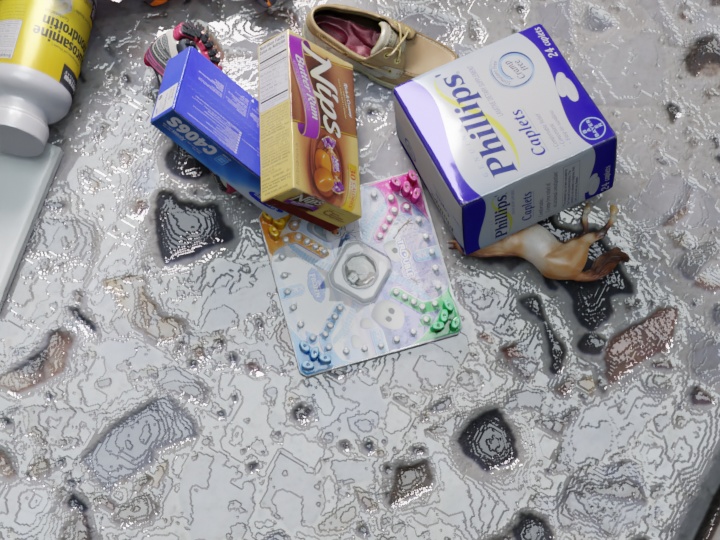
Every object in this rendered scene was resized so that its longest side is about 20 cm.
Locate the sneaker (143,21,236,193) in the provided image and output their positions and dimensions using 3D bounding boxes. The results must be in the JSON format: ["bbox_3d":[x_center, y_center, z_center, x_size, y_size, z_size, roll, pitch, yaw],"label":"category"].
[{"bbox_3d":[-0.184,-0.185,1.749,0.074,0.080,0.202,-22,89,28],"label":"sneaker"}]

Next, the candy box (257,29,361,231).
[{"bbox_3d":[-0.058,-0.159,1.705,0.056,0.116,0.203,-20,61,37],"label":"candy box"}]

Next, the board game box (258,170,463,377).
[{"bbox_3d":[0.000,0.000,1.733,0.197,0.026,0.203,-15,78,-6],"label":"board game box"}]

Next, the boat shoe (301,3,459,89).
[{"bbox_3d":[0.025,-0.265,1.776,0.197,0.066,0.075,13,76,0],"label":"boat shoe"}]

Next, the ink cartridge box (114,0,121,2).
[{"bbox_3d":[-0.316,-0.381,1.751,0.160,0.050,0.201,20,50,1],"label":"ink cartridge box"}]

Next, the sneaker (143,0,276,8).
[{"bbox_3d":[-0.159,-0.346,1.779,0.198,0.078,0.112,-28,121,20],"label":"sneaker"}]

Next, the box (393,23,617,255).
[{"bbox_3d":[0.163,-0.152,1.714,0.198,0.105,0.185,-25,61,-7],"label":"box"}]

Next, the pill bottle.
[{"bbox_3d":[-0.376,-0.238,1.713,0.110,0.112,0.203,10,70,-1],"label":"pill bottle"}]

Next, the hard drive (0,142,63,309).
[{"bbox_3d":[-0.440,-0.069,1.725,0.130,0.026,0.202,19,77,1],"label":"hard drive"}]

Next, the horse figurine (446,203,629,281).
[{"bbox_3d":[0.217,-0.042,1.744,0.198,0.050,0.133,28,70,7],"label":"horse figurine"}]

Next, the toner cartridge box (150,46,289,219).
[{"bbox_3d":[-0.142,-0.152,1.680,0.199,0.043,0.096,38,47,-33],"label":"toner cartridge box"}]
